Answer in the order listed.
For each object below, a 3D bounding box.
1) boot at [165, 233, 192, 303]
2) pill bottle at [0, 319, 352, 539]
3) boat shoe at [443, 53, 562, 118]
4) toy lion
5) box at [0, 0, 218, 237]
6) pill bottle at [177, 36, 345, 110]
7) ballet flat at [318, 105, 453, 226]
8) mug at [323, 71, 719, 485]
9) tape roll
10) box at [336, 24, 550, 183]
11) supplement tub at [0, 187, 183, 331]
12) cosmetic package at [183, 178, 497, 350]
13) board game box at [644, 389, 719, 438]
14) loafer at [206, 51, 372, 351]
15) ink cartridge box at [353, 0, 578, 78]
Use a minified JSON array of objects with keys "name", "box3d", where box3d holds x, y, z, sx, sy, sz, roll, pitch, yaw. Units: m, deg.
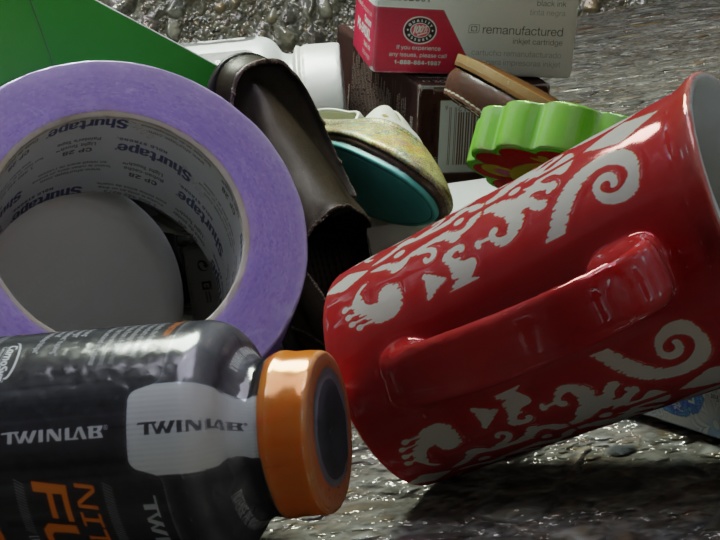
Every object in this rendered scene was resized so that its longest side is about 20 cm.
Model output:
[{"name":"boot","box3d":[-0.150,-0.005,1.442,0.210,0.080,0.157,-17,13,-39]},{"name":"pill bottle","box3d":[-0.106,0.077,0.899,0.198,0.107,0.106,-6,11,16]},{"name":"boat shoe","box3d":[0.131,-0.069,1.301,0.199,0.071,0.070,32,9,22]},{"name":"toy lion","box3d":[0.166,-0.046,1.141,0.199,0.069,0.191,8,-14,34]},{"name":"box","box3d":[-0.167,-0.103,1.228,0.199,0.097,0.176,26,-7,-28]},{"name":"pill bottle","box3d":[-0.108,-0.108,1.457,0.198,0.115,0.114,-4,11,1]},{"name":"ballet flat","box3d":[-0.006,-0.070,1.229,0.070,0.071,0.199,-17,14,-37]},{"name":"mug","box3d":[0.081,0.007,0.899,0.199,0.135,0.177,-24,-27,26]},{"name":"tape roll","box3d":[-0.131,-0.003,1.058,0.198,0.201,0.085,-13,-22,-20]},{"name":"box","box3d":[0.055,-0.123,1.459,0.099,0.076,0.200,-3,18,-18]},{"name":"supplement tub","box3d":[-0.204,0.013,1.215,0.144,0.147,0.200,-14,12,-26]},{"name":"cosmetic package","box3d":[0.000,0.000,1.277,0.198,0.086,0.108,-6,12,12]},{"name":"board game box","box3d":[0.248,0.038,0.983,0.198,0.044,0.199,-14,11,-24]},{"name":"loafer","box3d":[-0.025,-0.035,1.147,0.073,0.202,0.071,-19,-4,-36]},{"name":"ink cartridge box","box3d":[0.076,-0.240,1.378,0.144,0.202,0.083,1,19,-8]}]
